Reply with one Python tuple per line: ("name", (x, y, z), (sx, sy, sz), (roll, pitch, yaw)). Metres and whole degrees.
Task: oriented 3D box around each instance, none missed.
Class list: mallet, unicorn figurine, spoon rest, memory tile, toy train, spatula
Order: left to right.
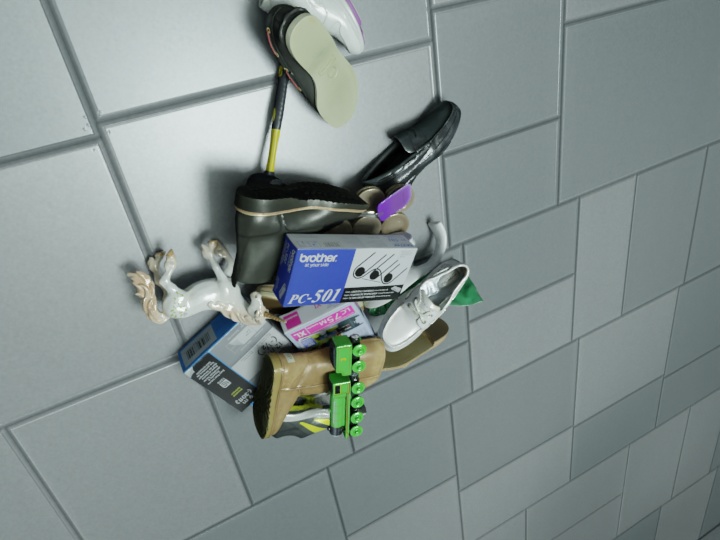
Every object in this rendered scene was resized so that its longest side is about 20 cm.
("unicorn figurine", (-0.219, 0.027, 0.775), (0.200, 0.074, 0.138), (-13, 95, -4))
("mallet", (-0.128, -0.195, 0.765), (0.041, 0.066, 0.200), (2, 97, -40))
("toy train", (-0.024, 0.188, 0.844), (0.056, 0.042, 0.200), (-6, 118, -18))
("memory tile", (-0.015, -0.068, 0.860), (0.200, 0.017, 0.154), (-7, 130, -17))
("spatula", (-0.012, -0.080, 0.823), (0.200, 0.021, 0.057), (-20, 155, 0))
("spoon rest", (0.082, -0.001, 0.939), (0.200, 0.099, 0.061), (-44, 108, -13))

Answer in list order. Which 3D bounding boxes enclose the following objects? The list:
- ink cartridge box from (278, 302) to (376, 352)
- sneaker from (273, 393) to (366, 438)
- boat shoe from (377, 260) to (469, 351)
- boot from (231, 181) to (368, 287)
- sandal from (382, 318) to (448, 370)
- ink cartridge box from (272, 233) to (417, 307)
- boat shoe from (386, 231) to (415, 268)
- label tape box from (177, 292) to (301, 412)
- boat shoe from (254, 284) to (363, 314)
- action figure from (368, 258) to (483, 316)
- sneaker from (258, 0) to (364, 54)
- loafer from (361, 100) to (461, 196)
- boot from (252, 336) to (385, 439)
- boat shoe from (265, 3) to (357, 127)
("ink cartridge box", (-0.043, 0.108, 0.895), (0.119, 0.042, 0.200), (-26, 147, 2))
("sneaker", (-0.085, 0.266, 0.994), (0.200, 0.075, 0.085), (8, 124, -29))
("boat shoe", (0.106, 0.056, 0.901), (0.071, 0.069, 0.200), (43, 83, -1))
("boot", (-0.092, -0.050, 0.762), (0.200, 0.077, 0.139), (-3, 120, -33))
("sandal", (0.081, 0.160, 1.025), (0.211, 0.078, 0.070), (-20, 140, -30))
("ink cartridge box", (-0.020, -0.002, 0.768), (0.200, 0.044, 0.094), (-2, 123, -33))
("boat shoe", (0.000, 0.000, 0.855), (0.200, 0.072, 0.071), (-16, 115, -10))
("label tape box", (-0.176, 0.154, 0.884), (0.143, 0.066, 0.200), (-44, 124, -3))
("boat shoe", (-0.085, 0.037, 0.883), (0.200, 0.072, 0.065), (6, 69, -31))
("action figure", (0.107, 0.047, 0.978), (0.200, 0.118, 0.055), (-13, 131, -13))
("sneaker", (-0.074, -0.358, 0.704), (0.100, 0.075, 0.200), (-37, 128, 16))
("loafer", (0.082, -0.196, 0.855), (0.201, 0.068, 0.070), (-49, 134, 4))
("boot", (-0.067, 0.195, 0.882), (0.200, 0.066, 0.175), (-3, 128, -31))
("boat shoe", (-0.060, -0.274, 0.724), (0.074, 0.063, 0.201), (-48, 151, -3))
